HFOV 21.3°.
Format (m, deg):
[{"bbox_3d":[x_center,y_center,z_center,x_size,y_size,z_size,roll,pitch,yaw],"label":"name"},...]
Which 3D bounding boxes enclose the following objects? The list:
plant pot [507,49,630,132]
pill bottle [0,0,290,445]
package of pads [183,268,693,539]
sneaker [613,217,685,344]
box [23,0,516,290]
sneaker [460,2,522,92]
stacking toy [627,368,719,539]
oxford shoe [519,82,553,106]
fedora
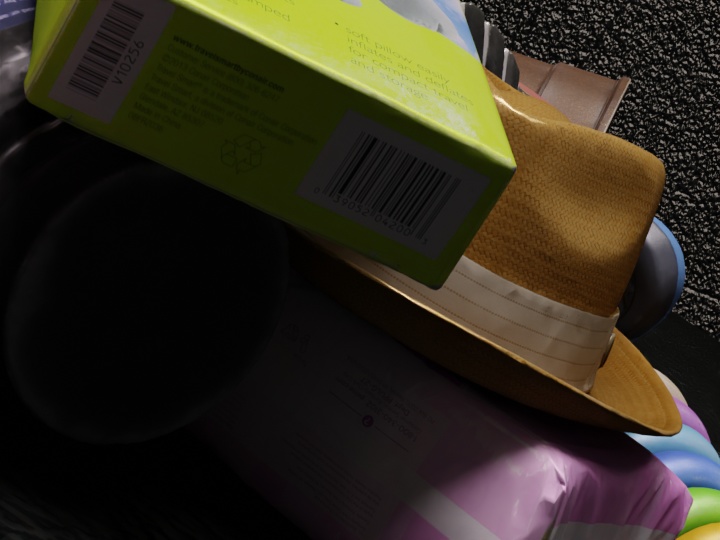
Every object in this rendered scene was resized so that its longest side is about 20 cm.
[{"bbox_3d":[0.053,-0.079,1.293,0.197,0.201,0.200,26,6,6],"label":"plant pot"},{"bbox_3d":[-0.106,-0.035,0.568,0.112,0.112,0.200,26,10,-42],"label":"pill bottle"},{"bbox_3d":[0.004,0.046,0.642,0.200,0.076,0.120,36,8,29],"label":"package of pads"},{"bbox_3d":[0.084,0.007,0.788,0.078,0.066,0.200,-11,-8,-27],"label":"sneaker"},{"bbox_3d":[-0.030,-0.085,0.544,0.121,0.048,0.200,24,26,-21],"label":"box"},{"bbox_3d":[-0.014,-0.083,0.796,0.199,0.079,0.090,22,-16,-38],"label":"sneaker"},{"bbox_3d":[0.129,0.113,0.732,0.085,0.086,0.200,28,12,-28],"label":"stacking toy"},{"bbox_3d":[0.025,-0.103,0.986,0.200,0.071,0.075,33,13,16],"label":"oxford shoe"},{"bbox_3d":[0.042,-0.023,0.629,0.200,0.082,0.201,29,11,-6],"label":"fedora"}]
